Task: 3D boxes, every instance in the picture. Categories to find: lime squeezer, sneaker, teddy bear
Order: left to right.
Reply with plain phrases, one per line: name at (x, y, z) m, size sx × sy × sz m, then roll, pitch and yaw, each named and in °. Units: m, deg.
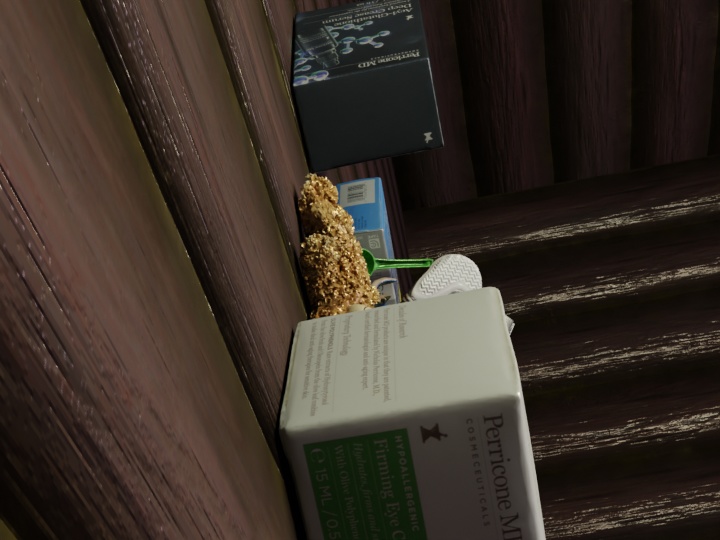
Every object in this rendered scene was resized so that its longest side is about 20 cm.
teddy bear at (-0.016, 0.005, 1.152) m, size 0.201 × 0.066 × 0.146 m, roll -94°, pitch 171°, yaw -51°
lime squeezer at (0.000, 0.000, 1.417) m, size 0.199 × 0.070 × 0.038 m, roll -6°, pitch 116°, yaw -56°
sneaker at (0.039, 0.070, 1.208) m, size 0.202 × 0.074 × 0.115 m, roll -61°, pitch -162°, yaw -1°

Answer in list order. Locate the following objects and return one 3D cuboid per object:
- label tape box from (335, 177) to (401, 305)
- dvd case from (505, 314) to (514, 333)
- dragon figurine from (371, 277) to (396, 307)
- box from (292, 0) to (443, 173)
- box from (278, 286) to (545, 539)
label tape box at (0.013, 0.008, 1.565) m, size 0.144 × 0.065 × 0.203 m, roll -91°, pitch 173°, yaw -61°
dvd case at (0.067, 0.128, 1.208) m, size 0.152 × 0.025 × 0.200 m, roll -63°, pitch -169°, yaw -24°
dragon figurine at (0.012, 0.082, 1.383) m, size 0.200 × 0.058 × 0.101 m, roll -78°, pitch 160°, yaw -68°
box at (0.006, -0.212, 1.386) m, size 0.201 × 0.146 × 0.108 m, roll -94°, pitch 172°, yaw -57°
box at (0.045, 0.149, 0.944) m, size 0.200 × 0.168 × 0.202 m, roll -88°, pitch 168°, yaw -70°
